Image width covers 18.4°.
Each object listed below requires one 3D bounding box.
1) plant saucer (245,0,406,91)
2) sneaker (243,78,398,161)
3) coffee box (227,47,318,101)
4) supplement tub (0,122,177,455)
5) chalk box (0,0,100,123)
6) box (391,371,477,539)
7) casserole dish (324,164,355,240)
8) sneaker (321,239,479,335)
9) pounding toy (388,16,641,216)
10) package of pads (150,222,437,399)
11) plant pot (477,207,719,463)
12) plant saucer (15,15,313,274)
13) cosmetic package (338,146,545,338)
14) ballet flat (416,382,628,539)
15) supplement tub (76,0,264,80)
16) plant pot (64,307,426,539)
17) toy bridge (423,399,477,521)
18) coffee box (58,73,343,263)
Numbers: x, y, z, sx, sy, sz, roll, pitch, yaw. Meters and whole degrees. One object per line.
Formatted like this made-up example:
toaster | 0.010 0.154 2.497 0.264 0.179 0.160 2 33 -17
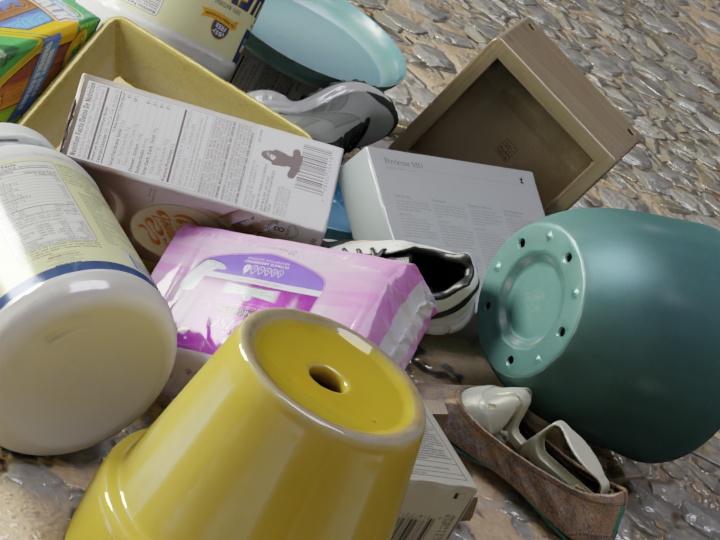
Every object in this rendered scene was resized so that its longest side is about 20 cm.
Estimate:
plant saucer | -0.051 -0.215 2.012 0.199 0.028 0.200 24 25 -12
sneaker | -0.036 -0.112 1.901 0.199 0.074 0.079 -13 56 -48
coffee box | -0.102 -0.186 2.032 0.199 0.080 0.113 24 27 -12
supplement tub | -0.220 0.008 1.472 0.144 0.146 0.200 8 32 -38
chalk box | -0.298 -0.171 1.744 0.124 0.125 0.200 34 27 10
box | -0.007 0.113 1.583 0.094 0.078 0.200 11 31 -33
casserole dish | -0.059 -0.059 1.893 0.199 0.039 0.121 12 31 -32
sneaker | 0.000 0.000 1.744 0.198 0.080 0.074 4 67 -10
pounding toy | 0.126 -0.119 2.062 0.184 0.200 0.142 47 27 3
package of pads | -0.059 0.042 1.533 0.199 0.076 0.121 10 53 28
plant pot | 0.190 0.041 1.766 0.160 0.201 0.201 15 28 -37
plant saucer | -0.166 -0.076 1.724 0.199 0.049 0.200 33 56 4
cosmetic package | 0.083 -0.019 1.891 0.199 0.052 0.152 7 61 -40
ballet flat | 0.127 0.131 1.703 0.200 0.067 0.068 38 28 17
supplement tub | -0.152 -0.243 1.866 0.144 0.201 0.145 25 2 -1
plant pot | -0.056 0.135 1.364 0.200 0.190 0.201 24 25 -12
toy bridge | 0.032 0.113 1.669 0.067 0.027 0.201 1 39 -18
coffee box | -0.124 -0.059 1.629 0.199 0.115 0.080 15 60 -6
